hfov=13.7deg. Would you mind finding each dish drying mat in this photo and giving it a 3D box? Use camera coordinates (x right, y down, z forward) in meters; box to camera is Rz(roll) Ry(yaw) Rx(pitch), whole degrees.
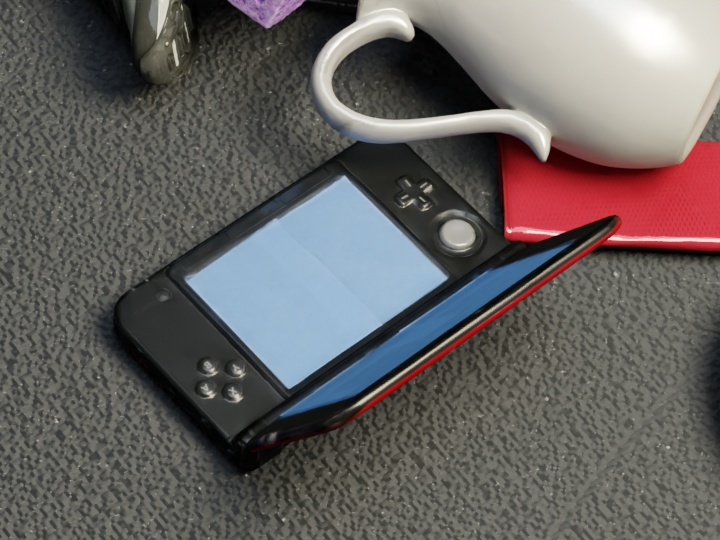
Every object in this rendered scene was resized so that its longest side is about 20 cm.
[{"bbox_3d":[0.173,-0.040,1.619,0.198,0.018,0.077,2,51,-4],"label":"dish drying mat"}]

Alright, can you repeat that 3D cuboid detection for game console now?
[{"bbox_3d":[0.000,0.000,1.507,0.200,0.119,0.172,-33,65,-27],"label":"game console"}]

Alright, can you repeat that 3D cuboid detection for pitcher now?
[{"bbox_3d":[0.087,-0.115,1.589,0.199,0.121,0.172,26,74,9],"label":"pitcher"}]

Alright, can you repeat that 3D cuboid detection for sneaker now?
[{"bbox_3d":[-0.135,-0.175,1.651,0.079,0.074,0.201,-13,51,-5],"label":"sneaker"}]

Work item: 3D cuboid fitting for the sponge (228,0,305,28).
[{"bbox_3d":[-0.096,-0.217,1.619,0.200,0.030,0.112,37,41,8],"label":"sponge"}]

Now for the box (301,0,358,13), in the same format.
[{"bbox_3d":[0.043,-0.238,1.687,0.142,0.036,0.202,7,79,-1],"label":"box"}]
